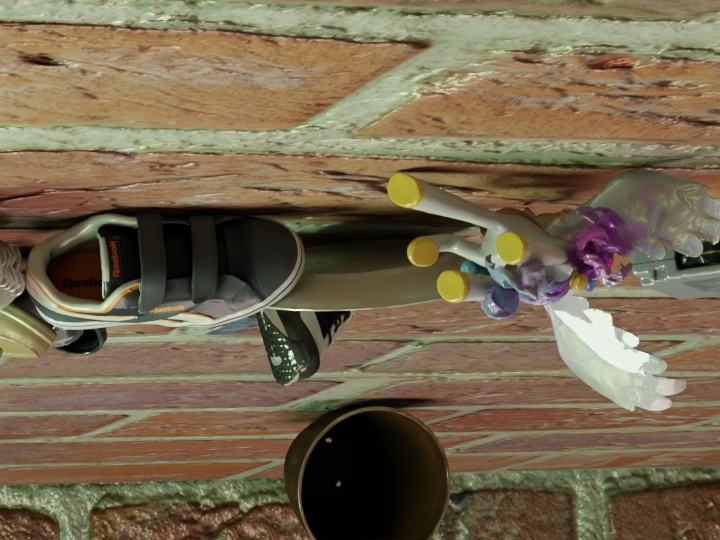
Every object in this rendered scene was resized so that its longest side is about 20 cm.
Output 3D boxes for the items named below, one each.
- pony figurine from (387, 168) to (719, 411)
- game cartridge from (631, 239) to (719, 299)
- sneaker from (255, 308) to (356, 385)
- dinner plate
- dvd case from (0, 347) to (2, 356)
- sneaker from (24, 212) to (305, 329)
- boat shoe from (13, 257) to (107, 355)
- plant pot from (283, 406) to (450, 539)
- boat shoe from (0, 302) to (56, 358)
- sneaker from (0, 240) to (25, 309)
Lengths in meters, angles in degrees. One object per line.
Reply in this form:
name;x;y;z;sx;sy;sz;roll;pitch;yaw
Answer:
pony figurine;0.136;-0.007;1.813;0.193;0.167;0.199;29;-163;37
game cartridge;0.332;-0.010;2.125;0.199;0.041;0.133;-8;166;24
sneaker;-0.043;0.030;2.029;0.080;0.074;0.200;-13;-163;-1
dinner plate;0.000;0.000;1.957;0.199;0.024;0.200;-5;-170;1
dvd case;-0.348;0.015;1.795;0.199;0.022;0.146;21;172;7
sneaker;-0.140;-0.001;1.867;0.199;0.079;0.079;-11;161;4
boat shoe;-0.242;0.028;2.043;0.074;0.063;0.200;-4;169;13
plant pot;-0.015;0.242;3.112;0.186;0.188;0.200;0;-176;-19
boat shoe;-0.318;0.050;1.985;0.199;0.065;0.071;6;156;30
sneaker;-0.269;-0.004;1.845;0.070;0.074;0.200;-1;180;-18
